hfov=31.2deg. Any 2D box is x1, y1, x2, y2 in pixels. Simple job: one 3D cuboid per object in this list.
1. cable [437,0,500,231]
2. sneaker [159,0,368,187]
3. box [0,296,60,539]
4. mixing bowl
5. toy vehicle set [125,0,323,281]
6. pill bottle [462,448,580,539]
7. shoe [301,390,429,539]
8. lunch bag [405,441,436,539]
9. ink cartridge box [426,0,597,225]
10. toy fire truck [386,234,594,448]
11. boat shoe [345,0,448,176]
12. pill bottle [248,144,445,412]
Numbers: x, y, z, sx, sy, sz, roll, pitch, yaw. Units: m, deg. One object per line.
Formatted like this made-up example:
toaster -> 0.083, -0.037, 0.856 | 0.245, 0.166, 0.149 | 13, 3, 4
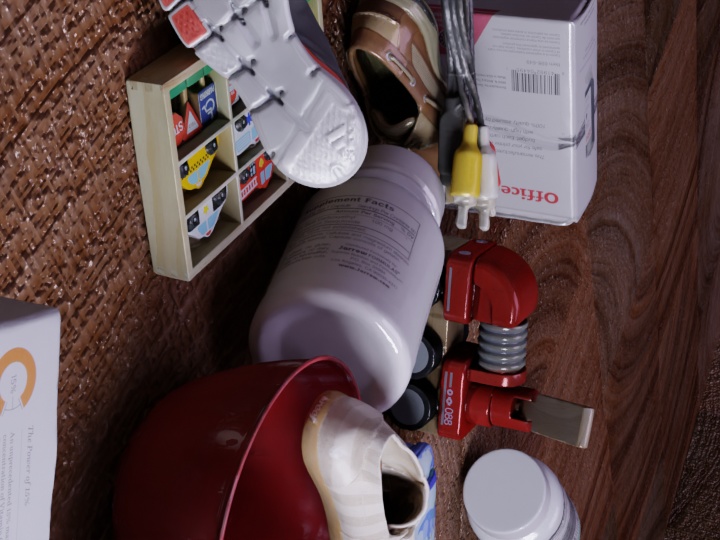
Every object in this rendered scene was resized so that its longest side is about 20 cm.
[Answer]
cable -> 0.090, -0.135, 0.994 | 0.097, 0.050, 0.203 | -24, 119, -65
sneaker -> -0.061, -0.144, 0.755 | 0.082, 0.076, 0.202 | -84, 150, -73
box -> -0.214, 0.082, 0.488 | 0.199, 0.096, 0.126 | -16, 114, -64
mixing bowl -> -0.084, 0.142, 0.803 | 0.200, 0.107, 0.203 | 11, 90, -68
toy vehicle set -> -0.077, -0.098, 0.824 | 0.200, 0.026, 0.126 | -49, 142, -51
pill bottle -> 0.185, 0.278, 1.487 | 0.200, 0.112, 0.115 | 53, 52, -60
shoe -> 0.012, 0.149, 0.829 | 0.201, 0.053, 0.071 | 69, 38, -51
lunch bag -> 0.000, 0.236, 1.080 | 0.200, 0.081, 0.163 | -34, 127, -61
ink cartridge box -> 0.133, -0.151, 1.142 | 0.085, 0.144, 0.202 | -54, 146, -46
toy fire truck -> 0.127, 0.075, 1.152 | 0.128, 0.197, 0.179 | -28, 125, -62
boat shoe -> 0.034, -0.134, 1.023 | 0.074, 0.075, 0.201 | -61, 143, -26
pill bottle -> 0.000, 0.000, 0.922 | 0.201, 0.113, 0.116 | -69, 157, -50
